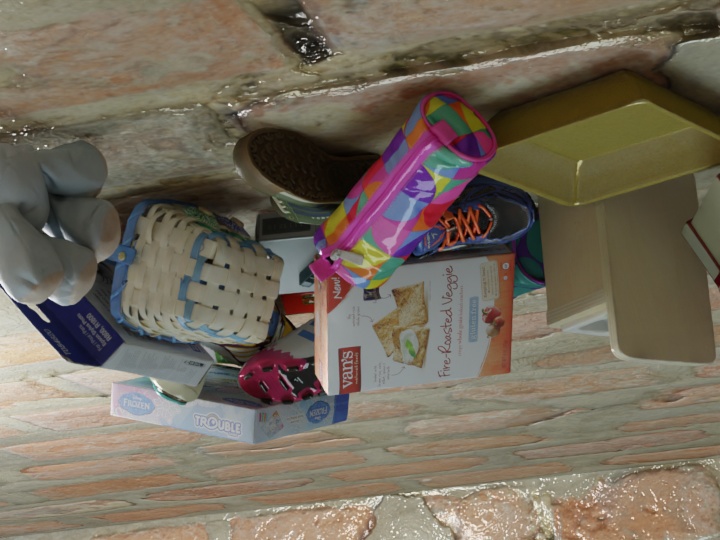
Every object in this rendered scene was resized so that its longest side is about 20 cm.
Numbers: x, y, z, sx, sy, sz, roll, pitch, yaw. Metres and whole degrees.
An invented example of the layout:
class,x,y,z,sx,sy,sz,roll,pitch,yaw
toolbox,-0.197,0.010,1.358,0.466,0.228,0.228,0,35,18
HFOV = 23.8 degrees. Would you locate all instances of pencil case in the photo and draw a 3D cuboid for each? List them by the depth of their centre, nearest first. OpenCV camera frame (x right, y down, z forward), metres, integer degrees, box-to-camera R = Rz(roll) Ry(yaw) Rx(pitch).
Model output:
class,x,y,z,sx,sy,sz,roll,pitch,yaw
pencil case,0.036,-0.065,1.498,0.088,0.089,0.200,8,135,-36
pencil case,0.150,0.002,1.879,0.092,0.086,0.200,7,162,-29

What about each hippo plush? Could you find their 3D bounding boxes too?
class,x,y,z,sx,sy,sz,roll,pitch,yaw
hippo plush,-0.326,-0.035,1.495,0.160,0.161,0.199,-17,161,37

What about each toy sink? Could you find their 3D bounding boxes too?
class,x,y,z,sx,sy,sz,roll,pitch,yaw
toy sink,0.261,0.005,1.704,0.129,0.202,0.112,5,162,-32

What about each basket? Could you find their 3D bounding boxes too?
class,x,y,z,sx,sy,sz,roll,pitch,yaw
basket,-0.187,0.001,1.714,0.199,0.140,0.176,8,174,34

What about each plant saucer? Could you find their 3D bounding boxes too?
class,x,y,z,sx,sy,sz,roll,pitch,yaw
plant saucer,0.217,-0.121,1.528,0.199,0.049,0.199,-17,160,37

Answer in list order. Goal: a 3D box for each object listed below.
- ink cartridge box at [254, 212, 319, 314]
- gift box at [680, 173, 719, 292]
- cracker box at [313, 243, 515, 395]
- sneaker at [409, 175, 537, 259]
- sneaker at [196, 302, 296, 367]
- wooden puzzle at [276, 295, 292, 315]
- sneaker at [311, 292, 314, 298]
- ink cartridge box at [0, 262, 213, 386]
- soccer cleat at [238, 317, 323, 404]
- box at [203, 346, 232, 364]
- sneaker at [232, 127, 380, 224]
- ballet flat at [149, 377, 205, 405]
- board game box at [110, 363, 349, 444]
class,x,y,z,sx,sy,sz,roll,pitch,yaw
ink cartridge box,0.000,0.000,1.803,0.198,0.044,0.174,-5,140,5
gift box,0.419,-0.016,1.584,0.183,0.201,0.187,-25,165,-8
cracker box,0.054,0.045,1.724,0.198,0.135,0.058,-6,-157,-14
sneaker,0.074,-0.042,1.672,0.198,0.076,0.079,-7,-156,8
sneaker,-0.114,0.067,1.878,0.090,0.076,0.199,1,167,36
wooden puzzle,-0.153,0.021,1.957,0.198,0.047,0.185,-2,164,11
sneaker,0.001,0.013,1.915,0.076,0.081,0.200,-18,140,22
ink cartridge box,-0.273,0.035,1.744,0.041,0.199,0.199,-55,148,13
soccer cleat,-0.041,0.082,1.834,0.199,0.087,0.070,-21,124,29
box,-0.224,0.077,2.017,0.198,0.037,0.144,6,166,-1
sneaker,-0.058,-0.075,1.579,0.090,0.068,0.199,-26,157,39
ballet flat,-0.211,0.097,1.892,0.069,0.070,0.200,3,-171,-22
board game box,-0.147,0.150,1.957,0.199,0.044,0.199,8,-174,30
